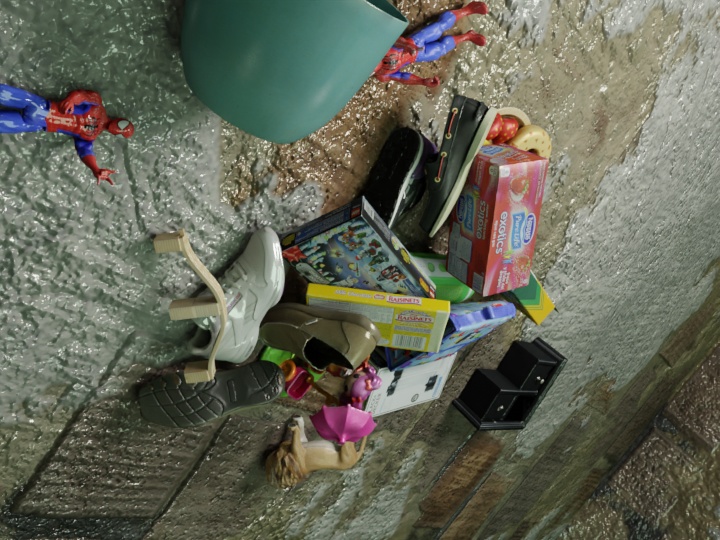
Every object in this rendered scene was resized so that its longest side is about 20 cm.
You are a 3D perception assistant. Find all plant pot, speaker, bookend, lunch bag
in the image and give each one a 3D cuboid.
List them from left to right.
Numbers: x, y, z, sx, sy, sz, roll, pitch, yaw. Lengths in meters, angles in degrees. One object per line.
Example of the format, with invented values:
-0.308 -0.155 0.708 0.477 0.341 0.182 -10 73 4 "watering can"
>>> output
-0.079 -0.224 0.601 0.199 0.201 0.162 10 125 -45 "plant pot"
0.102 0.012 1.017 0.198 0.088 0.089 2 119 -42 "speaker"
0.148 0.090 1.035 0.149 0.095 0.199 -7 165 -38 "lunch bag"
0.336 0.248 1.399 0.197 0.092 0.202 14 110 -46 "bookend"

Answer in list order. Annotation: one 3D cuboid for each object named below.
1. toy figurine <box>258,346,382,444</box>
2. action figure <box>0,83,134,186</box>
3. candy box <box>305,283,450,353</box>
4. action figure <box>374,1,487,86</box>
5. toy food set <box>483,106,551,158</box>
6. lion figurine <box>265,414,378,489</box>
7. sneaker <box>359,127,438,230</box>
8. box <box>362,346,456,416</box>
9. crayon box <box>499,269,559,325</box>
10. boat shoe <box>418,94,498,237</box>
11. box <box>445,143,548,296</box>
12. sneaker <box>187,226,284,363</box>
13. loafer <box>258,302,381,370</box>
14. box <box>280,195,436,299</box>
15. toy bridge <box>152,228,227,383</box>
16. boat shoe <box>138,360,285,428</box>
-0.033 0.166 0.941 0.200 0.184 0.150 -46 140 -3 "toy figurine"
-0.291 -0.130 0.556 0.198 0.099 0.066 -2 123 -43 "action figure"
0.021 0.069 0.889 0.197 0.027 0.103 8 138 1 "candy box"
0.090 -0.270 0.771 0.198 0.099 0.066 -26 134 -20 "action figure"
0.213 -0.162 1.008 0.199 0.049 0.199 20 106 -48 "toy food set"
-0.066 0.311 1.067 0.196 0.073 0.125 -1 100 1 "lion figurine"
0.052 -0.096 0.900 0.087 0.076 0.202 14 110 -52 "sneaker"
0.075 0.193 1.151 0.198 0.060 0.118 -4 123 -39 "box"
0.280 0.025 1.151 0.052 0.126 0.200 -48 139 2 "crayon box"
0.120 -0.140 0.859 0.074 0.062 0.203 -52 164 -54 "boat shoe"
0.198 -0.077 0.932 0.094 0.100 0.203 -12 118 -27 "box"
-0.162 0.036 0.811 0.099 0.075 0.202 8 114 -40 "sneaker"
-0.069 0.092 0.854 0.077 0.198 0.068 60 43 -34 "loafer"
0.000 0.000 0.867 0.136 0.040 0.200 -22 132 27 "box"
-0.199 0.044 0.765 0.066 0.027 0.203 -5 114 -1 "toy bridge"
-0.205 0.174 0.875 0.197 0.077 0.074 -5 169 -18 "boat shoe"
